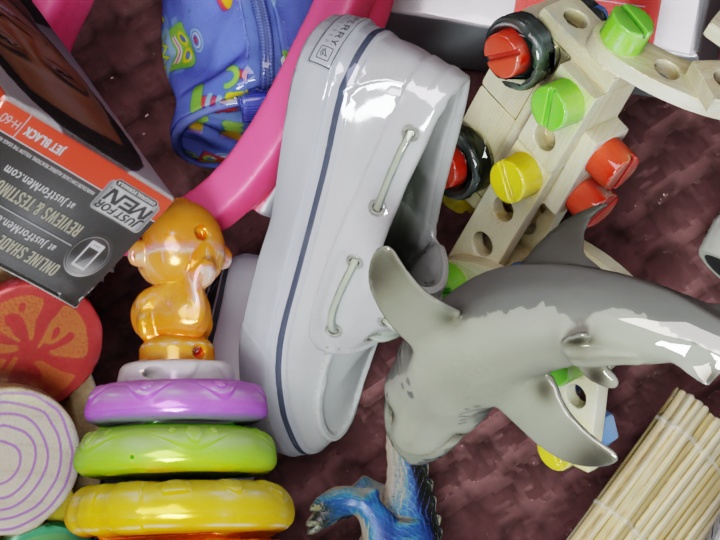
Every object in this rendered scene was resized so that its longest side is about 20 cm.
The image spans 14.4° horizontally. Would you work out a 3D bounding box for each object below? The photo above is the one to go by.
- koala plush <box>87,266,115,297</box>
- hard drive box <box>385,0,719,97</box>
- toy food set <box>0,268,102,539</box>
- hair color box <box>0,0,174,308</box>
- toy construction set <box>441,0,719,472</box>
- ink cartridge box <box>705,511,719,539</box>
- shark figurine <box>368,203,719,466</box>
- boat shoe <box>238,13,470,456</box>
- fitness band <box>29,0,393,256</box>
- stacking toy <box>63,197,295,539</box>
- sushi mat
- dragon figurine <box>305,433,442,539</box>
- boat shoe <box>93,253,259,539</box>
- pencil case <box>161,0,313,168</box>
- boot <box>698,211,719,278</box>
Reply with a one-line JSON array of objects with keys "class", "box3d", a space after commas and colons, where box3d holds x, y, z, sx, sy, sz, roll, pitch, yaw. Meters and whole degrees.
[{"class": "koala plush", "box3d": [-0.213, 0.008, 1.162, 0.199, 0.184, 0.178, 24, 85, -9]}, {"class": "hard drive box", "box3d": [0.084, -0.183, 1.180, 0.155, 0.077, 0.201, 9, 80, 11]}, {"class": "toy food set", "box3d": [-0.186, 0.075, 1.081, 0.197, 0.049, 0.201, -18, 112, -17]}, {"class": "hair color box", "box3d": [-0.160, -0.083, 1.085, 0.061, 0.101, 0.200, -46, 51, 10]}, {"class": "toy construction set", "box3d": [0.095, -0.031, 1.101, 0.131, 0.092, 0.200, 47, 120, 20]}, {"class": "ink cartridge box", "box3d": [0.243, 0.098, 1.062, 0.199, 0.043, 0.197, 26, 107, 1]}, {"class": "shark figurine", "box3d": [0.092, 0.014, 1.030, 0.214, 0.128, 0.090, 0, 43, 32]}, {"class": "boat shoe", "box3d": [0.000, 0.000, 1.094, 0.067, 0.201, 0.074, 22, 42, 19]}, {"class": "fitness band", "box3d": [-0.067, -0.100, 1.126, 0.143, 0.037, 0.201, 32, 97, 24]}, {"class": "stacking toy", "box3d": [-0.069, 0.073, 1.069, 0.116, 0.110, 0.201, 3, 82, -33]}, {"class": "sushi mat", "box3d": [0.100, 0.153, 1.112, 0.096, 0.012, 0.200, 40, 80, -17]}, {"class": "dragon figurine", "box3d": [0.023, 0.129, 1.133, 0.099, 0.059, 0.201, 23, 86, 11]}, {"class": "boat shoe", "box3d": [-0.082, 0.086, 1.157, 0.067, 0.072, 0.201, 14, 87, 11]}, {"class": "pencil case", "box3d": [-0.057, -0.145, 1.189, 0.078, 0.087, 0.201, -10, 78, -4]}, {"class": "boot", "box3d": [0.254, -0.015, 1.125, 0.200, 0.072, 0.145, 33, 84, 17]}]
